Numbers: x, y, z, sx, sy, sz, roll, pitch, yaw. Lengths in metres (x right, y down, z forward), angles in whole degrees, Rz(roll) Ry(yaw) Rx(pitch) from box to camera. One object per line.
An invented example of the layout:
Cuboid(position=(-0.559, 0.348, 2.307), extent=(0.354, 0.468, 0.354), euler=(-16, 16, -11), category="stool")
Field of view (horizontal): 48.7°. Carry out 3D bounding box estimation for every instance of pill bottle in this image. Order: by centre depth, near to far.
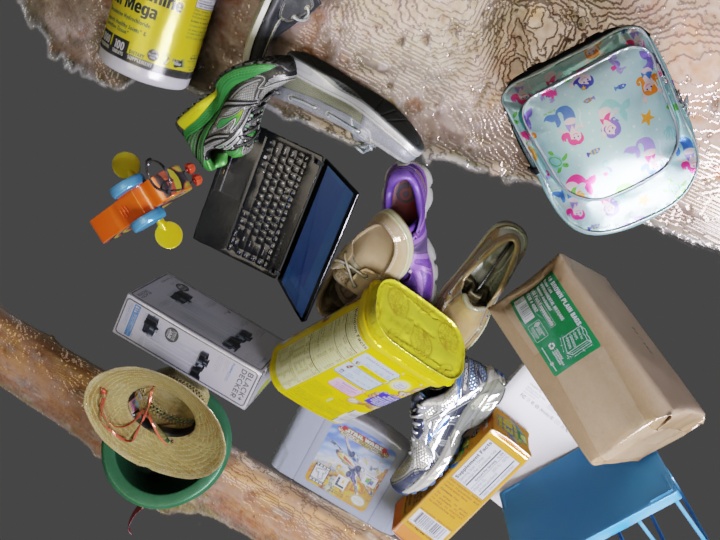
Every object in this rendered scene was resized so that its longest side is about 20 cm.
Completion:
Cuboid(position=(-0.228, -0.326, 0.936), extent=(0.112, 0.112, 0.201), euler=(24, 108, 6), category="pill bottle")

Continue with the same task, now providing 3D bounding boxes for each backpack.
Cuboid(position=(0.263, -0.142, 0.855), extent=(0.177, 0.151, 0.201), euler=(-24, 102, 17), category="backpack")

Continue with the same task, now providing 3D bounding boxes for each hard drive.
Cuboid(position=(0.216, 0.208, 1.013), extent=(0.132, 0.026, 0.200), euler=(38, 109, 2), category="hard drive")

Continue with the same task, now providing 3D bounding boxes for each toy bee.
Cuboid(position=(-0.257, -0.092, 1.021), extent=(0.199, 0.109, 0.132), euler=(2, 115, 38), category="toy bee")

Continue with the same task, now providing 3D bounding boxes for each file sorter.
Cuboid(position=(0.291, 0.301, 0.949), extent=(0.200, 0.139, 0.123), euler=(-34, 110, 14), category="file sorter")

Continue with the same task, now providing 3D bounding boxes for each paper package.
Cuboid(position=(0.259, 0.100, 0.861), extent=(0.103, 0.190, 0.201), euler=(-39, 63, 20), category="paper package")

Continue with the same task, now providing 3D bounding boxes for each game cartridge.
Cuboid(position=(-0.010, 0.256, 1.075), extent=(0.199, 0.042, 0.134), euler=(29, 113, 5), category="game cartridge")

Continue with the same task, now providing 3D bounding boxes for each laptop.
Cuboid(position=(-0.112, -0.066, 0.980), extent=(0.199, 0.103, 0.178), euler=(26, 108, 6), category="laptop")

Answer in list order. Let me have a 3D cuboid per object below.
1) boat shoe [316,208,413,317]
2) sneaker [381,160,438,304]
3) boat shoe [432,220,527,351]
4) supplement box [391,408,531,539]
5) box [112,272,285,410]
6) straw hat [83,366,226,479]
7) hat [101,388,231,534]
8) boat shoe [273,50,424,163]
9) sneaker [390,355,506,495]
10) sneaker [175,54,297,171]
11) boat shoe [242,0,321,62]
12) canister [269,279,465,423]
Cuboid(position=(0.000, 0.000, 0.938), extent=(0.072, 0.065, 0.200), euler=(55, 147, 10), category="boat shoe")
Cuboid(position=(0.047, -0.031, 0.962), extent=(0.080, 0.083, 0.201), euler=(-1, 104, 14), category="sneaker")
Cuboid(position=(0.133, 0.033, 0.961), extent=(0.071, 0.076, 0.201), euler=(26, 111, 3), category="boat shoe")
Cuboid(position=(0.125, 0.266, 0.998), extent=(0.069, 0.067, 0.200), euler=(40, 108, -5), category="supplement box")
Cuboid(position=(-0.203, 0.088, 1.035), extent=(0.199, 0.117, 0.060), euler=(29, 109, 4), category="box")
Cuboid(position=(-0.248, 0.170, 1.028), extent=(0.200, 0.085, 0.202), euler=(10, 125, 14), category="straw hat")
Cuboid(position=(-0.284, 0.261, 1.151), extent=(0.199, 0.176, 0.166), euler=(-26, 80, -15), category="hat")
Cuboid(position=(-0.014, -0.185, 0.946), extent=(0.201, 0.074, 0.065), euler=(35, 115, 7), category="boat shoe")
Cuboid(position=(0.090, 0.187, 0.993), extent=(0.085, 0.077, 0.200), euler=(35, 97, -6), category="sneaker")
Cuboid(position=(-0.137, -0.189, 0.950), extent=(0.200, 0.078, 0.086), euler=(-30, 87, 43), category="sneaker")
Cuboid(position=(-0.080, -0.317, 0.928), extent=(0.067, 0.072, 0.200), euler=(26, 114, -17), category="boat shoe")
Cuboid(position=(0.003, 0.106, 0.960), extent=(0.148, 0.087, 0.200), euler=(35, 134, -28), category="canister")
